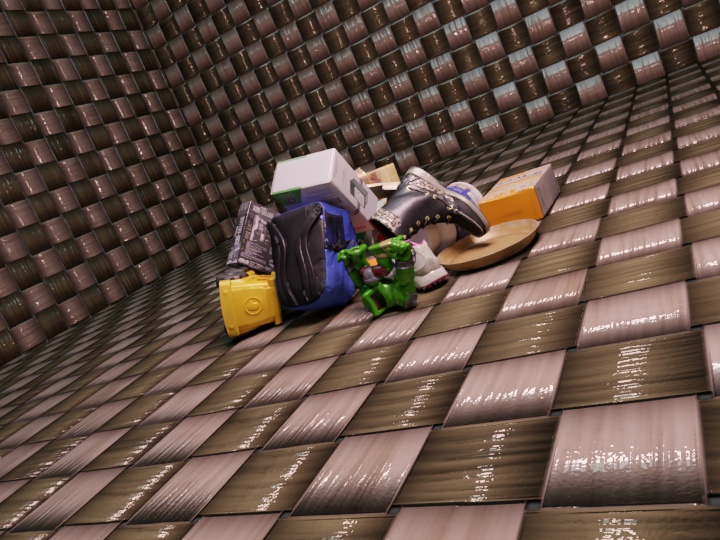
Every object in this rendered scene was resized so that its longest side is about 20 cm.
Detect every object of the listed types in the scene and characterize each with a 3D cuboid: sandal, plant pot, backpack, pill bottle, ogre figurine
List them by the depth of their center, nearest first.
[{"bbox_3d":[0.034,0.011,1.081,0.199,0.120,0.098,-12,12,36],"label":"ogre figurine"},{"bbox_3d":[0.242,-0.045,1.155,0.199,0.028,0.200,-23,13,5],"label":"plant pot"},{"bbox_3d":[-0.081,-0.017,1.246,0.162,0.201,0.167,-17,-20,41],"label":"backpack"},{"bbox_3d":[0.173,-0.103,1.315,0.119,0.120,0.200,-10,18,48],"label":"pill bottle"},{"bbox_3d":[0.008,-0.196,1.373,0.211,0.070,0.078,1,-26,8],"label":"sandal"}]

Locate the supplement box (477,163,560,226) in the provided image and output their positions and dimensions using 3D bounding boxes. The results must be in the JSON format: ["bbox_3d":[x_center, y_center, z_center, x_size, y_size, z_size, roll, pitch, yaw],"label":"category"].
[{"bbox_3d":[0.351,-0.161,1.339,0.126,0.074,0.200,-15,14,32],"label":"supplement box"}]

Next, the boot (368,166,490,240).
[{"bbox_3d":[0.132,-0.094,1.189,0.154,0.203,0.074,-47,-13,-20],"label":"boot"}]

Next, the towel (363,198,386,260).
[{"bbox_3d":[0.039,-0.085,1.444,0.171,0.048,0.200,-23,45,-1],"label":"towel"}]

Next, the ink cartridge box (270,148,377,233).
[{"bbox_3d":[-0.071,-0.155,1.293,0.145,0.200,0.084,-8,62,27],"label":"ink cartridge box"}]

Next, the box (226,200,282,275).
[{"bbox_3d":[-0.215,-0.060,1.495,0.200,0.158,0.050,21,-20,-37],"label":"box"}]

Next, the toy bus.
[{"bbox_3d":[-0.213,0.055,1.367,0.191,0.136,0.200,-10,9,-2],"label":"toy bus"}]

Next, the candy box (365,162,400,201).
[{"bbox_3d":[0.062,-0.161,1.571,0.115,0.201,0.055,-14,14,36],"label":"candy box"}]

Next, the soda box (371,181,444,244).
[{"bbox_3d":[0.110,-0.129,1.384,0.068,0.064,0.200,26,59,32],"label":"soda box"}]

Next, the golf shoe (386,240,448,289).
[{"bbox_3d":[0.092,-0.017,1.164,0.075,0.092,0.200,-30,12,-22],"label":"golf shoe"}]

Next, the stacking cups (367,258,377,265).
[{"bbox_3d":[0.000,0.000,1.328,0.199,0.061,0.060,-16,14,31],"label":"stacking cups"}]

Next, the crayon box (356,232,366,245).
[{"bbox_3d":[-0.079,-0.106,1.448,0.199,0.058,0.119,-4,55,30],"label":"crayon box"}]
